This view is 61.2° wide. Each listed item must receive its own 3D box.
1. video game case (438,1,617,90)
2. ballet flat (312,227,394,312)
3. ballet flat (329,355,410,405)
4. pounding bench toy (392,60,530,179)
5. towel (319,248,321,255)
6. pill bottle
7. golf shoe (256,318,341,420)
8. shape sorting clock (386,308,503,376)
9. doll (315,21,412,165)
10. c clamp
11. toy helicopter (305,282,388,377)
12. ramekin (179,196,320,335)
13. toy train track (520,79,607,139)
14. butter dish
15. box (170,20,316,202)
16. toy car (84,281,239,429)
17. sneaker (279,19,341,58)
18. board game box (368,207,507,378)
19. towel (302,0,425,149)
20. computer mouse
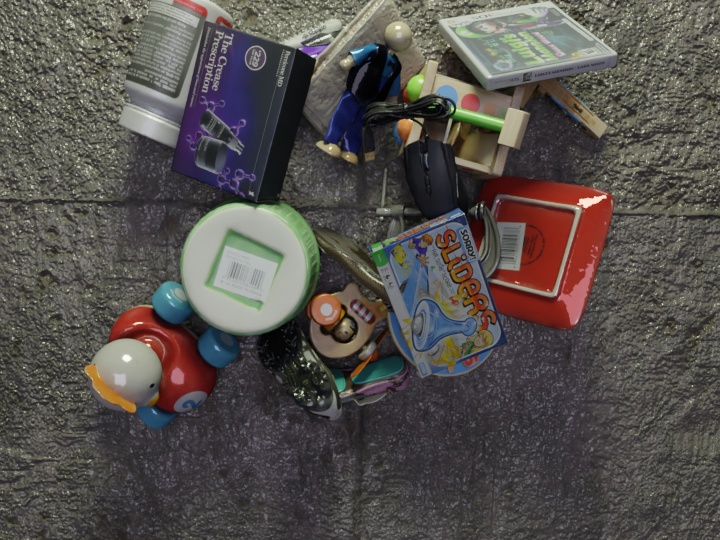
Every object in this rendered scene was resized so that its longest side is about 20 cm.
[{"bbox_3d":[0.224,-0.318,0.846,0.179,0.201,0.024,-12,134,-6],"label":"video game case"},{"bbox_3d":[0.000,0.000,0.904,0.199,0.067,0.047,36,115,21],"label":"ballet flat"},{"bbox_3d":[-0.017,0.186,0.955,0.197,0.069,0.072,-11,123,-1],"label":"ballet flat"},{"bbox_3d":[0.133,-0.211,0.846,0.154,0.200,0.126,15,96,-5],"label":"pounding bench toy"},{"bbox_3d":[-0.162,-0.004,0.931,0.200,0.049,0.112,-41,97,2],"label":"towel"},{"bbox_3d":[-0.265,-0.284,0.864,0.113,0.114,0.202,21,95,-5],"label":"pill bottle"},{"bbox_3d":[-0.090,0.148,0.901,0.077,0.200,0.095,-37,131,-2],"label":"golf shoe"},{"bbox_3d":[0.134,0.061,0.935,0.197,0.039,0.203,1,88,-20],"label":"shape sorting clock"},{"bbox_3d":[0.013,-0.252,0.856,0.048,0.136,0.202,37,106,35],"label":"doll"},{"bbox_3d":[0.110,-0.063,0.893,0.197,0.027,0.173,7,83,21],"label":"c clamp"},{"bbox_3d":[0.018,0.076,0.938,0.198,0.079,0.134,-21,90,-13],"label":"toy helicopter"},{"bbox_3d":[-0.156,-0.005,0.857,0.197,0.098,0.203,0,97,-3],"label":"ramekin"},{"bbox_3d":[0.295,-0.273,0.934,0.199,0.033,0.115,36,86,-11],"label":"toy train track"},{"bbox_3d":[0.265,-0.021,0.906,0.198,0.147,0.203,15,86,34],"label":"butter dish"},{"bbox_3d":[-0.159,-0.210,0.823,0.139,0.079,0.203,19,102,11],"label":"box"},{"bbox_3d":[-0.301,0.148,0.848,0.184,0.200,0.177,-43,97,16],"label":"toy car"},{"bbox_3d":[-0.100,-0.281,0.894,0.198,0.070,0.101,-26,100,1],"label":"sneaker"},{"bbox_3d":[0.108,0.034,0.835,0.134,0.035,0.202,-23,109,2],"label":"board game box"},{"bbox_3d":[-0.001,-0.280,0.885,0.200,0.034,0.132,-47,136,0],"label":"towel"},{"bbox_3d":[0.067,-0.134,0.817,0.139,0.046,0.202,5,133,25],"label":"computer mouse"}]
